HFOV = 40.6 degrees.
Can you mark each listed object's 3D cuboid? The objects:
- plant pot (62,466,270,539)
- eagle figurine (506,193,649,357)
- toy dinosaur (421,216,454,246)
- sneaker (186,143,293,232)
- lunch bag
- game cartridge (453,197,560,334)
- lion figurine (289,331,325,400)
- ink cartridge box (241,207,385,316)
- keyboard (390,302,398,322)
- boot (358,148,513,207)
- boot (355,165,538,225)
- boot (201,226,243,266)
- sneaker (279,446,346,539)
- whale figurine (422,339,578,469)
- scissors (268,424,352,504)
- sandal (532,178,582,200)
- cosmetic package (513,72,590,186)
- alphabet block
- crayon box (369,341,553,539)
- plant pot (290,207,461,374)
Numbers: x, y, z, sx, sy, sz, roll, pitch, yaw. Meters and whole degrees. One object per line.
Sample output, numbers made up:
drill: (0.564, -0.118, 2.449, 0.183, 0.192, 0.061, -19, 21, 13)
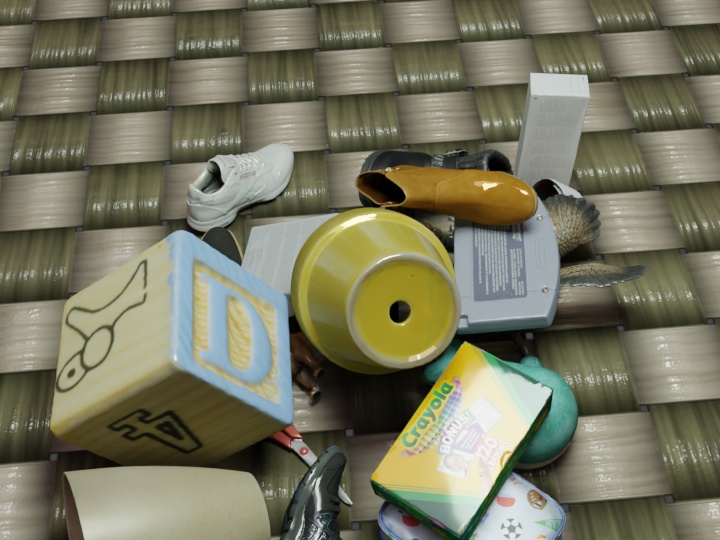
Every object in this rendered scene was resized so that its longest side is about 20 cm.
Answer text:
plant pot: (-0.208, 0.290, 1.069, 0.200, 0.187, 0.187, -11, 51, -23)
eagle figurine: (0.255, 0.000, 1.297, 0.152, 0.200, 0.151, 47, 17, -4)
toy dinosaur: (0.181, -0.063, 1.414, 0.200, 0.047, 0.088, 4, 55, -2)
sneaker: (-0.174, -0.138, 1.438, 0.075, 0.100, 0.200, 34, 58, 26)
lunch bag: (0.121, 0.294, 1.114, 0.200, 0.076, 0.160, 28, 63, 22)
game cartridge: (0.186, -0.008, 1.236, 0.133, 0.041, 0.200, -8, 50, 15)
lion figurine: (-0.055, 0.093, 1.285, 0.200, 0.073, 0.122, -21, 46, -33)
ink cartridge box: (-0.064, -0.009, 1.324, 0.200, 0.050, 0.162, -6, 40, 12)
keyboard: (0.000, 0.000, 1.332, 0.104, 0.040, 0.200, 0, 34, -1)
boot: (0.109, -0.131, 1.373, 0.158, 0.080, 0.211, 9, 19, 33)
boot: (0.104, -0.092, 1.216, 0.201, 0.071, 0.144, 15, 16, 37)
boot: (-0.200, -0.012, 1.314, 0.077, 0.138, 0.200, -3, 51, -2)
sneaker: (-0.052, 0.301, 1.122, 0.082, 0.073, 0.200, 24, 61, 0)
whale figurine: (0.174, 0.151, 1.203, 0.200, 0.104, 0.159, 36, 61, 23)
scissors: (-0.074, 0.214, 1.215, 0.200, 0.014, 0.073, 28, 56, 22)
sandal: (0.259, -0.100, 1.372, 0.206, 0.059, 0.079, 1, 8, -35)
cosmetic package: (0.274, -0.196, 1.415, 0.082, 0.200, 0.051, 2, 53, 1)
alphabet block: (-0.216, 0.106, 1.139, 0.200, 0.196, 0.196, -28, 46, 26)
crayon box: (0.116, 0.193, 1.095, 0.119, 0.058, 0.200, 28, 68, 22)
plant pot: (0.027, 0.033, 1.134, 0.200, 0.201, 0.189, -12, 10, -9)
